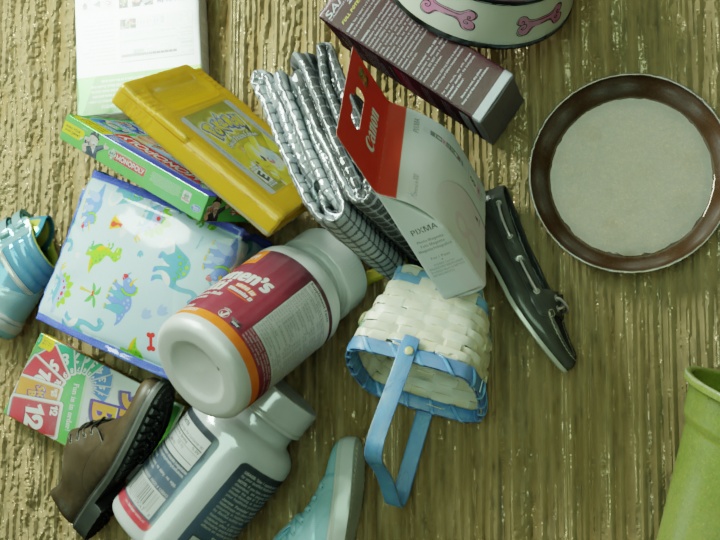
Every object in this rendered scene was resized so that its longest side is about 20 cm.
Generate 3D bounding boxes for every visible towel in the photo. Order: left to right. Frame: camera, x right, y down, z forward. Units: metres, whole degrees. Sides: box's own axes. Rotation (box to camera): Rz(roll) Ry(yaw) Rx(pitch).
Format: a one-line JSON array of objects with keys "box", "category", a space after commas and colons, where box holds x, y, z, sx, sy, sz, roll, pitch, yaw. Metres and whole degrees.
[{"box": [-0.008, -0.108, 1.358, 0.085, 0.166, 0.200, -30, 62, 14], "category": "towel"}]

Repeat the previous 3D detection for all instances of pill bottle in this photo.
[{"box": [-0.139, 0.192, 1.386, 0.120, 0.120, 0.200, 41, 92, 14], "category": "pill bottle"}, {"box": [-0.089, 0.044, 1.328, 0.109, 0.110, 0.200, 39, 49, 14], "category": "pill bottle"}]

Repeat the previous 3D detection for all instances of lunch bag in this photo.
[{"box": [-0.216, 0.008, 1.423, 0.199, 0.127, 0.171, 21, 87, 13], "category": "lunch bag"}]

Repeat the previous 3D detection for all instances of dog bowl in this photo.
[{"box": [0.123, -0.313, 1.373, 0.199, 0.074, 0.201, 6, 54, -8], "category": "dog bowl"}]

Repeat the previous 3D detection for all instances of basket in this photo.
[{"box": [0.052, 0.112, 1.333, 0.139, 0.176, 0.201, 11, 66, 12], "category": "basket"}]

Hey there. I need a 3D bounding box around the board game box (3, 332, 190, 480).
[{"box": [-0.270, 0.150, 1.468, 0.199, 0.030, 0.096, 25, 88, 12], "category": "board game box"}]

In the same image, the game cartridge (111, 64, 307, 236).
[{"box": [-0.129, -0.126, 1.383, 0.200, 0.176, 0.032, 42, 112, 2], "category": "game cartridge"}]

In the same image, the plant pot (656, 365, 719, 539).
[{"box": [0.354, 0.209, 1.256, 0.200, 0.200, 0.185, 21, 98, 14], "category": "plant pot"}]

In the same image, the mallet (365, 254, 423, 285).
[{"box": [0.000, 0.000, 1.428, 0.199, 0.041, 0.066, -15, 79, 14], "category": "mallet"}]

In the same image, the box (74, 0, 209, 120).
[{"box": [-0.237, -0.264, 1.514, 0.144, 0.036, 0.201, -4, 80, 11], "category": "box"}]

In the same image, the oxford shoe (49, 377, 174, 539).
[{"box": [-0.256, 0.175, 1.400, 0.084, 0.073, 0.200, 40, 111, 11], "category": "oxford shoe"}]

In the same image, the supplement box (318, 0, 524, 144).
[{"box": [0.063, -0.212, 1.405, 0.200, 0.109, 0.061, 35, 91, 13], "category": "supplement box"}]

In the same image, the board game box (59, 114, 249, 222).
[{"box": [-0.186, -0.102, 1.406, 0.200, 0.134, 0.029, 30, 106, 28], "category": "board game box"}]

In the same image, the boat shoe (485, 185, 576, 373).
[{"box": [0.165, 0.005, 1.375, 0.057, 0.067, 0.200, -34, 73, 10], "category": "boat shoe"}]

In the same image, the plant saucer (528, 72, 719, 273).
[{"box": [0.267, -0.094, 1.384, 0.199, 0.034, 0.201, -2, 81, 11], "category": "plant saucer"}]

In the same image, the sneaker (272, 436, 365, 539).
[{"box": [-0.048, 0.258, 1.381, 0.082, 0.074, 0.201, 10, 83, 10], "category": "sneaker"}]

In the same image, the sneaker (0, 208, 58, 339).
[{"box": [-0.403, -0.037, 1.496, 0.200, 0.080, 0.131, 43, 94, 4], "category": "sneaker"}]

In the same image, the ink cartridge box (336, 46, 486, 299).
[{"box": [0.053, -0.095, 1.279, 0.057, 0.163, 0.200, -18, 123, 18], "category": "ink cartridge box"}]
